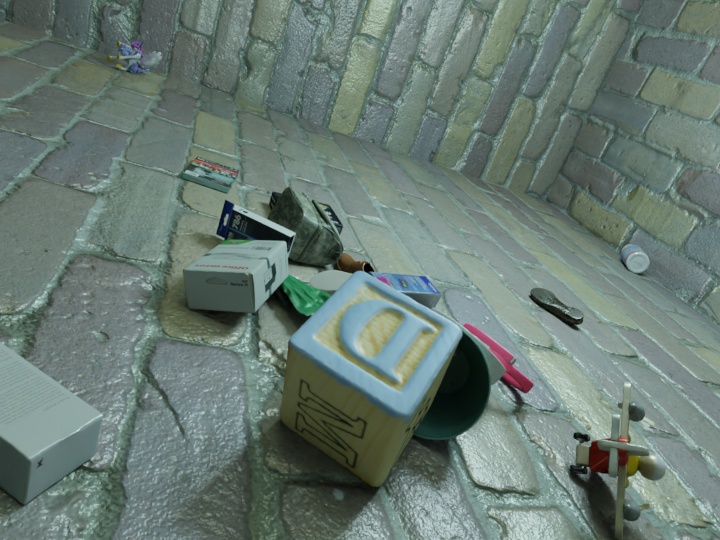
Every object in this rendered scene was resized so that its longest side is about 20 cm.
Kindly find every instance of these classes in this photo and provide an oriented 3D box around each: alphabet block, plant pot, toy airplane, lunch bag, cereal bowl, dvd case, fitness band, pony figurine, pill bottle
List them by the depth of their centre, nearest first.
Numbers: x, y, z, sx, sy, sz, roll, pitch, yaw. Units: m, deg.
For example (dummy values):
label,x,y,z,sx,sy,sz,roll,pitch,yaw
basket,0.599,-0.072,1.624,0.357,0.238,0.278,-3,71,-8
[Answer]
label,x,y,z,sx,sy,sz,roll,pitch,yaw
alphabet block,0.012,0.160,0.826,0.195,0.202,0.195,30,45,18
toy airplane,0.460,0.323,0.946,0.139,0.203,0.199,12,22,10
plant pot,0.143,0.186,0.991,0.198,0.202,0.134,29,9,18
cereal bowl,0.199,0.174,1.137,0.200,0.084,0.200,41,-7,6
fitness band,0.297,0.192,1.207,0.199,0.037,0.144,40,-6,32
lunch bag,-0.140,-0.108,1.444,0.166,0.140,0.201,27,17,-34
dvd case,-0.465,-0.303,1.712,0.144,0.022,0.201,18,22,-12
pony figurine,-1.037,-0.994,2.527,0.199,0.192,0.168,-14,74,-55
pill bottle,1.392,-0.067,2.782,0.107,0.110,0.200,24,22,6

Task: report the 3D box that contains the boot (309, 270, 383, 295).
label,x,y,z,sx,sy,sz,roll,pitch,yaw
boot,-0.020,0.056,1.280,0.197,0.091,0.073,2,43,20

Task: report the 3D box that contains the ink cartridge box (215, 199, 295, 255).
label,x,y,z,sx,sy,sz,roll,pitch,yaw
ink cartridge box,-0.261,-0.083,1.313,0.198,0.101,0.039,25,24,8

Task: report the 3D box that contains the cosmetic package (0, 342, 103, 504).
label,x,y,z,sx,sy,sz,roll,pitch,yaw
cosmetic package,-0.420,0.168,0.646,0.198,0.072,0.101,28,23,14

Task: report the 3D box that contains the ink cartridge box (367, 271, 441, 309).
label,x,y,z,sx,sy,sz,roll,pitch,yaw
ink cartridge box,0.087,0.083,1.215,0.197,0.138,0.077,6,32,-33

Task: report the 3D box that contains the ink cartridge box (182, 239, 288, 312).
label,x,y,z,sx,sy,sz,roll,pitch,yaw
ink cartridge box,-0.244,0.006,1.099,0.144,0.084,0.200,3,20,12

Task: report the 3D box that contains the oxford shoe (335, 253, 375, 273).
label,x,y,z,sx,sy,sz,roll,pitch,yaw
oxford shoe,0.000,0.000,1.408,0.070,0.072,0.200,3,28,-35

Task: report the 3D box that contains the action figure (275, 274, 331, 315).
label,x,y,z,sx,sy,sz,roll,pitch,yaw
action figure,-0.139,0.050,1.189,0.199,0.055,0.117,30,24,36

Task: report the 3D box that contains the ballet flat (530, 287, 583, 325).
label,x,y,z,sx,sy,sz,roll,pitch,yaw
ballet flat,0.633,0.118,1.770,0.067,0.047,0.199,-31,44,-24

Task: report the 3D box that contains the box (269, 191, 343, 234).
label,x,y,z,sx,sy,sz,roll,pitch,yaw
box,-0.167,-0.170,1.658,0.197,0.047,0.159,11,25,-26
